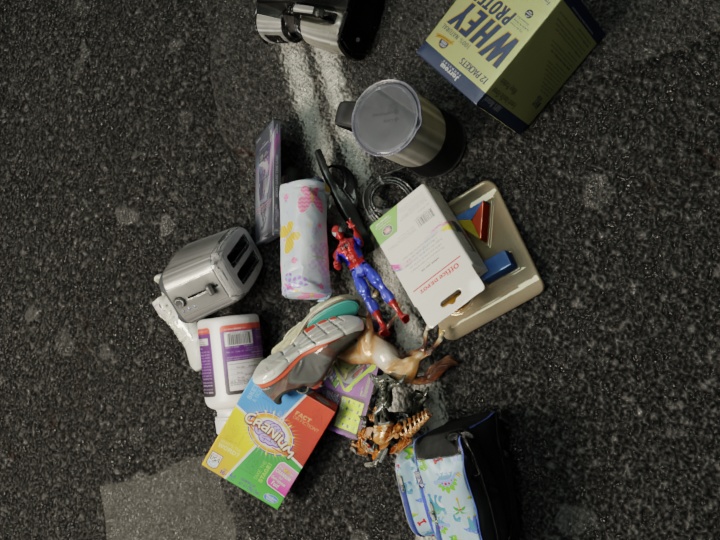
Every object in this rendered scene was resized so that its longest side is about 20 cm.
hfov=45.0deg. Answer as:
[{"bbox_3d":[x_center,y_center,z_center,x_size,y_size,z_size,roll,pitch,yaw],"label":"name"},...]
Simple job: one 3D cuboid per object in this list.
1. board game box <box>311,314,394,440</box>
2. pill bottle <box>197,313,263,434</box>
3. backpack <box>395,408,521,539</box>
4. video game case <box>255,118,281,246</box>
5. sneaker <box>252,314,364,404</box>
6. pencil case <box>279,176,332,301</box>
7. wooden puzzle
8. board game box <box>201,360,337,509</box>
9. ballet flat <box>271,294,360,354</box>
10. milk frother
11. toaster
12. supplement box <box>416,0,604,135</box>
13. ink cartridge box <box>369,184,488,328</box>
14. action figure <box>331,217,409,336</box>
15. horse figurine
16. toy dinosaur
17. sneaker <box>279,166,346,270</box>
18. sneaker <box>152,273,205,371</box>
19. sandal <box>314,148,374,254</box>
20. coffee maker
[{"bbox_3d":[-0.022,0.174,1.475,0.119,0.032,0.202,16,92,24],"label":"board game box"},{"bbox_3d":[-0.223,0.182,1.532,0.111,0.111,0.202,-8,86,27],"label":"pill bottle"},{"bbox_3d":[0.150,0.327,1.283,0.146,0.183,0.202,-17,87,29],"label":"backpack"},{"bbox_3d":[-0.164,-0.151,1.538,0.143,0.019,0.202,163,109,-70],"label":"video game case"},{"bbox_3d":[-0.074,0.146,1.406,0.199,0.077,0.082,-30,112,-1],"label":"sneaker"},{"bbox_3d":[-0.090,-0.050,1.437,0.083,0.090,0.202,-9,77,38],"label":"pencil case"},{"bbox_3d":[0.169,-0.016,1.380,0.185,0.046,0.201,-31,72,22],"label":"wooden puzzle"},{"bbox_3d":[-0.152,0.276,1.459,0.152,0.040,0.201,30,100,-1],"label":"board game box"},{"bbox_3d":[-0.084,0.096,1.470,0.200,0.067,0.063,-43,38,15],"label":"ballet flat"},{"bbox_3d":[0.054,-0.175,1.377,0.179,0.188,0.202,-5,83,28],"label":"milk frother"},{"bbox_3d":[-0.259,0.001,1.549,0.128,0.200,0.114,-20,110,21],"label":"toaster"},{"bbox_3d":[0.227,-0.339,1.294,0.134,0.200,0.200,47,108,25],"label":"supplement box"},{"bbox_3d":[0.115,-0.018,1.350,0.117,0.067,0.201,-37,65,20],"label":"ink cartridge box"},{"bbox_3d":[0.000,0.000,1.380,0.065,0.099,0.201,-33,67,3],"label":"action figure"},{"bbox_3d":[0.056,0.126,1.404,0.199,0.050,0.133,30,90,18],"label":"horse figurine"},{"bbox_3d":[0.055,0.242,1.356,0.199,0.102,0.137,-8,52,41],"label":"toy dinosaur"},{"bbox_3d":[-0.079,-0.083,1.517,0.114,0.076,0.202,-3,88,16],"label":"sneaker"},{"bbox_3d":[-0.332,0.092,1.606,0.075,0.099,0.202,-41,59,52],"label":"sneaker"},{"bbox_3d":[-0.019,-0.123,1.488,0.048,0.075,0.201,-27,79,-6],"label":"sandal"},{"bbox_3d":[-0.067,-0.476,1.522,0.199,0.135,0.193,20,71,27],"label":"coffee maker"}]
